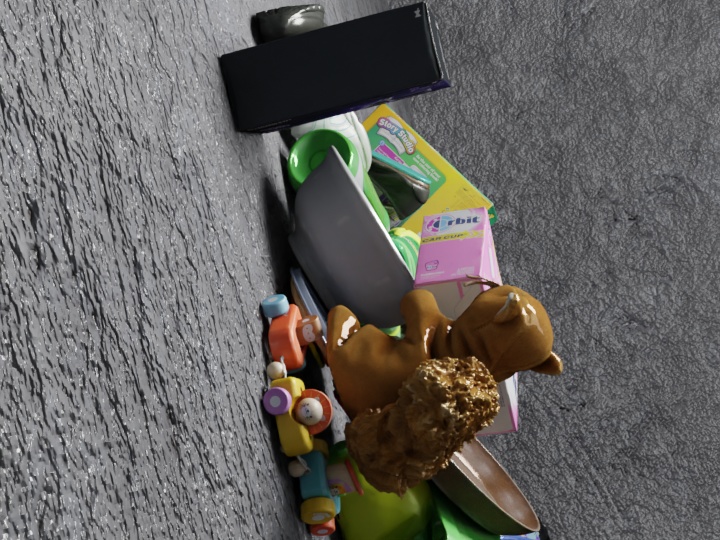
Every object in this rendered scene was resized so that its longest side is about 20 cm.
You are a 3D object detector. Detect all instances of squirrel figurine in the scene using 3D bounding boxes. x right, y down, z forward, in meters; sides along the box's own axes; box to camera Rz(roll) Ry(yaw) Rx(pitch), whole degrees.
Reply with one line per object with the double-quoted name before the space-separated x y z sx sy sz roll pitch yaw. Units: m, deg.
"squirrel figurine" 0.077 0.095 1.198 0.142 0.185 0.201 60 20 -27

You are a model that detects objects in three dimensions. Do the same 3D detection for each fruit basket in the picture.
"fruit basket" 0.037 0.256 1.352 0.216 0.214 0.157 -66 -179 -77

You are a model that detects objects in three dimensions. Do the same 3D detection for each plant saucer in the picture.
"plant saucer" 0.096 0.191 1.387 0.200 0.034 0.200 45 6 -6

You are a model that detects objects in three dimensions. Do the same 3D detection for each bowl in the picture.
"bowl" -0.012 -0.017 1.411 0.202 0.090 0.201 59 3 -5

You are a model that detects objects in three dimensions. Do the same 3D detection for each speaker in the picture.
"speaker" -0.022 -0.080 1.580 0.200 0.088 0.089 62 17 -64

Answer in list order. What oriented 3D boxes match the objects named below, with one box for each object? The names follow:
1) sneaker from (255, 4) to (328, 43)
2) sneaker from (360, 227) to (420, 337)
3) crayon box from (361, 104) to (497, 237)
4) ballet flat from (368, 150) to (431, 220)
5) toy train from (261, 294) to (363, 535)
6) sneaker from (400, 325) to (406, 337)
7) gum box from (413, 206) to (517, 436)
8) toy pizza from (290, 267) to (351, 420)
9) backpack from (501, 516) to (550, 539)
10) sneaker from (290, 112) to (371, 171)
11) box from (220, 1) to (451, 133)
"sneaker" -0.067 -0.246 1.596 0.200 0.075 0.092 16 68 -79
"sneaker" 0.015 0.051 1.549 0.083 0.073 0.202 -9 111 -70
"crayon box" 0.057 -0.095 1.728 0.200 0.119 0.058 45 -4 19
"ballet flat" -0.009 -0.128 1.684 0.199 0.069 0.068 36 13 16
"toy train" -0.038 0.125 1.226 0.150 0.055 0.202 -79 154 -71
"sneaker" 0.054 0.054 1.765 0.199 0.080 0.077 3 -95 59
"gum box" 0.108 0.056 1.368 0.114 0.065 0.201 -78 157 -54
"toy pizza" -0.023 0.088 1.363 0.201 0.032 0.200 59 2 -4
"backpack" 0.129 0.338 1.621 0.200 0.181 0.136 53 18 -64
"sneaker" -0.047 -0.171 1.573 0.070 0.080 0.201 46 -12 43
"box" -0.019 -0.191 1.354 0.141 0.198 0.080 -16 92 -82
